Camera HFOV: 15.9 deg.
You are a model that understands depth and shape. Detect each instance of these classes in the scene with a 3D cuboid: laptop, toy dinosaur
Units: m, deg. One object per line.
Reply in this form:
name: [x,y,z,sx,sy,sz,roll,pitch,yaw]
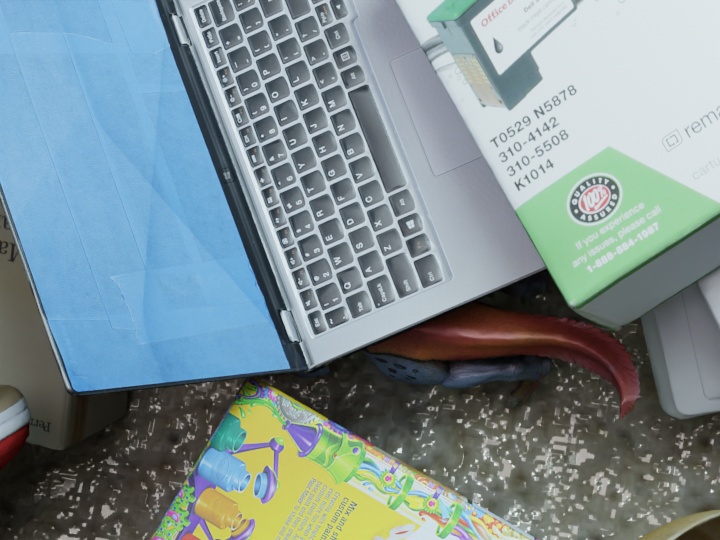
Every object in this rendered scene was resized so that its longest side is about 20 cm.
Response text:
laptop: [-0.042,-0.061,1.071,0.200,0.116,0.188,-23,74,8]
toy dinosaur: [0.000,0.000,1.138,0.181,0.200,0.105,9,87,-28]

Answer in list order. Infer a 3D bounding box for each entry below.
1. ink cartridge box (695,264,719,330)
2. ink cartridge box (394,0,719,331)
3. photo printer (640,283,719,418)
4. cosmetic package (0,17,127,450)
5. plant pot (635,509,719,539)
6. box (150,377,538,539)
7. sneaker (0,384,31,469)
ink cartridge box: [0.213,0.050,1.046,0.095,0.037,0.200,-27,81,13]
ink cartridge box: [0.104,-0.100,1.031,0.146,0.084,0.200,-34,72,14]
photo printer: [0.189,-0.049,1.105,0.166,0.069,0.200,-12,101,11]
cosmetic package: [-0.156,-0.028,1.189,0.105,0.071,0.200,11,105,18]
plant pot: [0.106,0.183,1.041,0.027,0.200,0.200,26,83,33]
box: [-0.006,0.186,1.106,0.192,0.122,0.200,29,84,20]
sneaker: [-0.199,0.126,1.165,0.200,0.071,0.113,-24,91,43]
